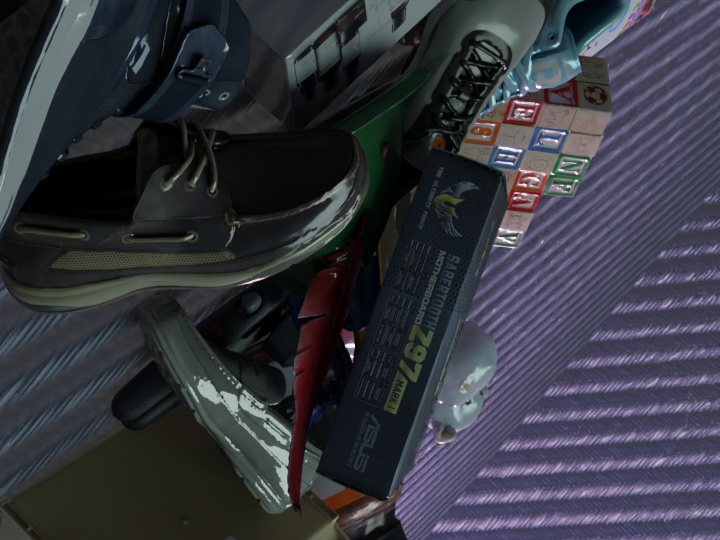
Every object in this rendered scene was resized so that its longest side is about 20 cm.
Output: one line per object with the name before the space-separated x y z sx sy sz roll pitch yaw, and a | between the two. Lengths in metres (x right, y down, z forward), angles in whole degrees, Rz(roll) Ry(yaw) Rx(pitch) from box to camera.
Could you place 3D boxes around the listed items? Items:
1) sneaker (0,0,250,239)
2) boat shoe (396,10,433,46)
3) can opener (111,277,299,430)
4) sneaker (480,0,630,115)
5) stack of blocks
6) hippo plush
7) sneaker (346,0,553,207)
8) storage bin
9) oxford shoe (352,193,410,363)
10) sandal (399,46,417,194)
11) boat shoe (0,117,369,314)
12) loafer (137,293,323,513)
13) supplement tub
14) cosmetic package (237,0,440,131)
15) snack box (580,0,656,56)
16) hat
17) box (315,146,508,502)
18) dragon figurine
sneaker | -0.131 -0.067 0.557 0.204 0.077 0.146 -56 159 16
boat shoe | 0.102 -0.218 0.849 0.200 0.063 0.073 -45 163 -14
can opener | -0.099 0.051 0.917 0.199 0.079 0.064 -32 152 -13
sneaker | 0.113 -0.157 0.888 0.200 0.082 0.074 -45 139 -9
stack of blocks | 0.133 -0.101 1.070 0.201 0.113 0.059 105 -10 -56
hippo plush | 0.041 0.095 1.181 0.159 0.160 0.201 -34 157 -42
sneaker | 0.057 -0.113 0.812 0.073 0.080 0.200 25 120 -36
storage bin | -0.139 0.214 0.922 0.199 0.198 0.094 -31 152 -45
oxford shoe | 0.000 0.000 0.975 0.072 0.070 0.203 -66 159 -57
sandal | 0.048 -0.104 0.964 0.081 0.054 0.201 -28 151 -53
boat shoe | -0.092 -0.035 0.617 0.197 0.075 0.074 -17 141 -1
loafer | -0.088 0.087 0.874 0.070 0.070 0.201 -38 125 -11
supplement tub | -0.031 0.147 1.016 0.106 0.202 0.107 -24 175 -2
cosmetic package | 0.013 -0.178 0.733 0.200 0.051 0.083 -45 163 -16
snack box | 0.209 -0.251 1.066 0.199 0.053 0.143 -38 158 -34
hat | -0.004 0.002 0.757 0.198 0.178 0.166 -31 -171 -5
box | 0.038 0.033 0.772 0.158 0.050 0.203 18 91 -81
dragon figurine | -0.022 0.009 0.849 0.058 0.100 0.203 -2 114 -16
